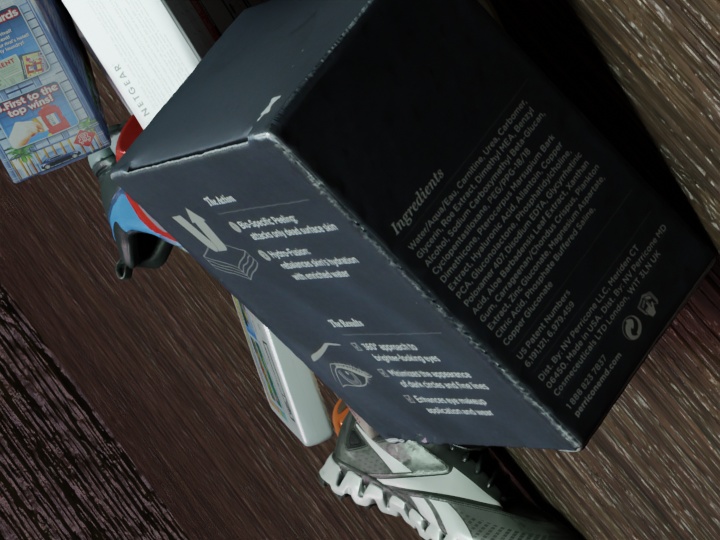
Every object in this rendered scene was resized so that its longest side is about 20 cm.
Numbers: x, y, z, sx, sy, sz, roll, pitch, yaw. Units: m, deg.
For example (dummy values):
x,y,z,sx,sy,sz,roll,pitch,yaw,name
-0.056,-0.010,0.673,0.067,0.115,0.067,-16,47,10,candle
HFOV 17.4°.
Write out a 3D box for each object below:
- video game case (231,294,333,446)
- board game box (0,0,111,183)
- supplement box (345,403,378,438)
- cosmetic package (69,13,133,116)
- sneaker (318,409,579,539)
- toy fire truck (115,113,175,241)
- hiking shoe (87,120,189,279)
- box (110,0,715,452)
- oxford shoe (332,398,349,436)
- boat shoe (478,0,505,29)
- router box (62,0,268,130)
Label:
x,y,z,sx,sy,sz,roll,pitch,yaw,name
-0.068,0.002,1.476,0.182,0.024,0.201,-155,46,-81,video game case
-0.211,-0.184,1.240,0.200,0.061,0.201,65,-175,-58,board game box
0.000,0.000,1.418,0.126,0.073,0.200,56,167,22,supplement box
-0.153,-0.199,1.332,0.151,0.051,0.201,58,-171,-73,cosmetic package
0.061,0.131,1.527,0.199,0.066,0.091,23,106,33,sneaker
-0.033,-0.003,1.238,0.199,0.049,0.142,23,145,22,toy fire truck
-0.077,-0.053,1.317,0.199,0.074,0.087,-16,84,52,hiking shoe
0.019,-0.026,1.066,0.200,0.118,0.196,44,161,-17,box
0.051,0.154,1.625,0.200,0.071,0.073,46,168,36,oxford shoe
-0.002,-0.147,1.107,0.200,0.065,0.072,53,166,14,boat shoe
-0.110,-0.186,1.216,0.201,0.049,0.179,58,-154,-5,router box
